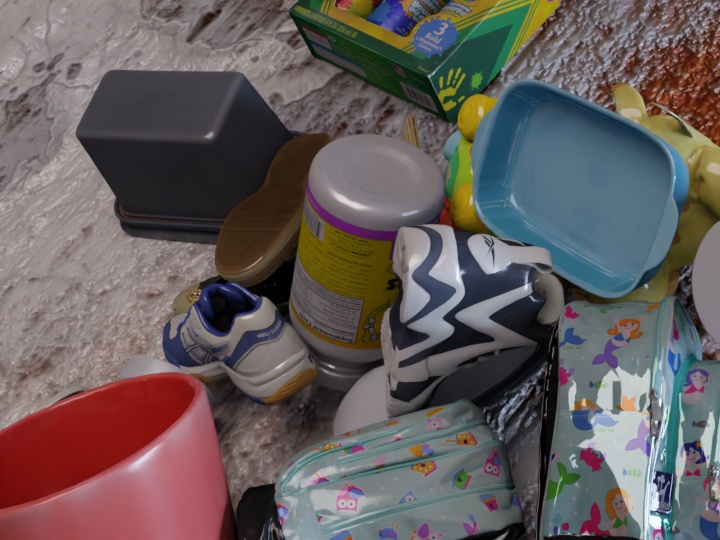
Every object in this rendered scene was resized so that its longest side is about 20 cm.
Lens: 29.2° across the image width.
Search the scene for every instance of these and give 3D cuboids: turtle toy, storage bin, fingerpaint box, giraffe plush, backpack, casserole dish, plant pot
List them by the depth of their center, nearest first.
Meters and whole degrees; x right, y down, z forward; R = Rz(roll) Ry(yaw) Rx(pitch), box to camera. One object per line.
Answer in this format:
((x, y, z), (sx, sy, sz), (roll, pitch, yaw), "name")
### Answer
((0.192, 0.116, 0.916), (0.150, 0.178, 0.200), (-9, 66, 22), "backpack")
((-0.168, 0.192, 0.957), (0.200, 0.177, 0.200), (-19, 15, 5), "plant pot")
((0.157, -0.060, 0.978), (0.200, 0.039, 0.121), (35, 117, 45), "casserole dish")
((0.015, 0.174, 0.980), (0.200, 0.167, 0.127), (-17, 83, -5), "backpack")
((0.225, -0.025, 1.040), (0.162, 0.200, 0.173), (-56, 41, 12), "giraffe plush")
((0.119, -0.042, 1.118), (0.101, 0.146, 0.200), (-21, 57, 57), "turtle toy")
((-0.157, -0.123, 1.293), (0.200, 0.134, 0.146), (6, 59, 27), "storage bin")
((0.059, -0.255, 1.328), (0.200, 0.073, 0.167), (33, 74, 38), "fingerpaint box")

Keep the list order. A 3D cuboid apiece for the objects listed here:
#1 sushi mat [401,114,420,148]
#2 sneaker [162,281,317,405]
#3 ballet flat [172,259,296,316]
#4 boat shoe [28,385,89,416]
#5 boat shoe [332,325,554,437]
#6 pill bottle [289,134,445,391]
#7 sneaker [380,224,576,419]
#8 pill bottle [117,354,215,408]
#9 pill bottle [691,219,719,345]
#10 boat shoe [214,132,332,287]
((0.043, -0.031, 1.169), (0.012, 0.096, 0.200), (3, 51, -13), "sushi mat")
((-0.108, 0.043, 1.122), (0.075, 0.088, 0.200), (-37, 25, -28), "sneaker")
((-0.076, 0.011, 1.208), (0.200, 0.057, 0.066), (-11, 52, 17), "ballet flat")
((-0.281, 0.189, 1.162), (0.062, 0.075, 0.200), (29, 73, 39), "boat shoe")
((0.068, 0.092, 1.080), (0.200, 0.068, 0.072), (-37, 54, 24), "boat shoe")
((0.000, 0.000, 1.083), (0.104, 0.200, 0.104), (6, 41, -5), "pill bottle")
((0.084, 0.042, 0.975), (0.129, 0.199, 0.080), (0, 46, -5), "sneaker")
((-0.198, 0.172, 1.111), (0.112, 0.112, 0.200), (11, 62, 31), "pill bottle")
((0.315, 0.003, 0.902), (0.114, 0.200, 0.114), (7, 99, 50), "pill bottle")
((-0.062, -0.043, 1.204), (0.071, 0.065, 0.200), (-1, 37, 27), "boat shoe")
